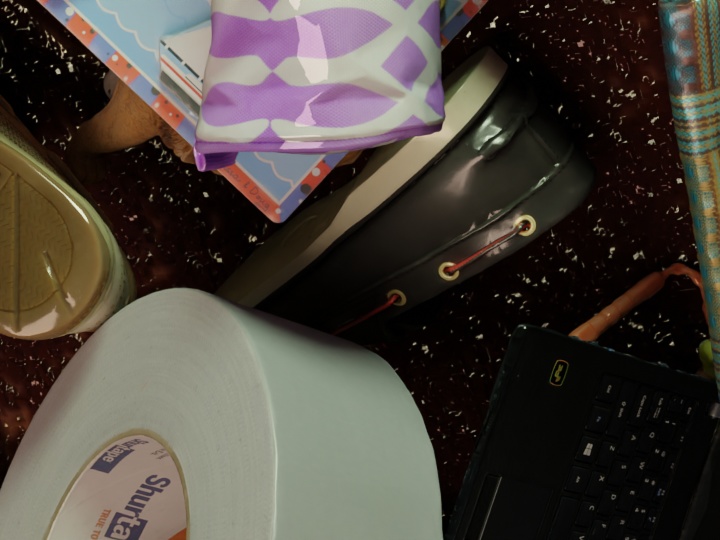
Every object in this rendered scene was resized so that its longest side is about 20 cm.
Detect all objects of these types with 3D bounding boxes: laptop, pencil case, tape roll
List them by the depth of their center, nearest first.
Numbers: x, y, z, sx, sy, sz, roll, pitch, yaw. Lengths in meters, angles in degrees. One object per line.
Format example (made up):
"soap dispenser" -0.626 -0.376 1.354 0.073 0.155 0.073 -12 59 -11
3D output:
"pencil case" -0.020 -0.132 0.800 0.085 0.084 0.202 -1 95 26
"laptop" 0.112 0.130 0.851 0.103 0.199 0.179 19 91 39
"tape roll" -0.057 0.111 0.855 0.066 0.201 0.200 19 134 -30

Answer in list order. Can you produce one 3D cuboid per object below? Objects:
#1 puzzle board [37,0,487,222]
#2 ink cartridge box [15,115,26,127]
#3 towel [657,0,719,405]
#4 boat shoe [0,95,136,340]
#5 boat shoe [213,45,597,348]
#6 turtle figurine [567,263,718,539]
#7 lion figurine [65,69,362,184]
"puzzle board" -0.048 -0.137 0.846 0.200 0.017 0.151 43 91 -5
"ink cartridge box" -0.244 -0.072 1.004 0.200 0.050 0.162 45 126 -11
"towel" 0.165 -0.013 0.813 0.022 0.146 0.201 29 138 54
"boat shoe" -0.160 -0.045 0.921 0.200 0.064 0.071 44 96 14
"boat shoe" -0.001 0.002 0.925 0.063 0.074 0.201 44 128 -10
"turtle figurine" 0.104 0.112 0.938 0.161 0.064 0.201 33 90 -7
"lion figurine" -0.081 -0.103 0.894 0.200 0.073 0.122 46 141 -17
